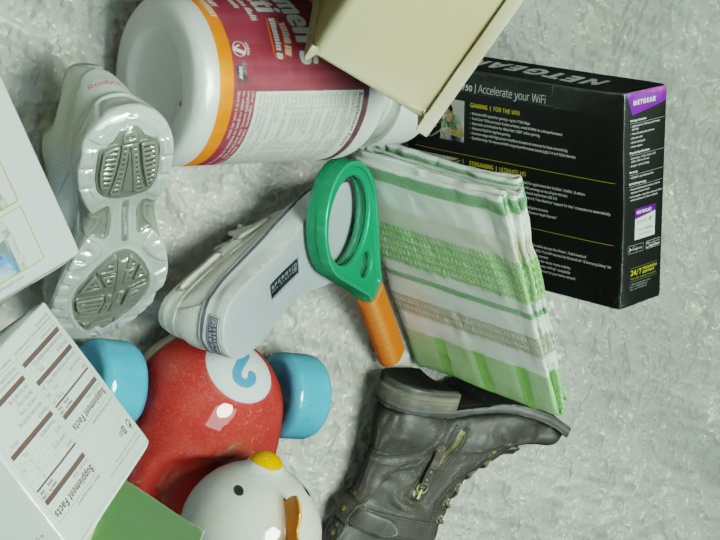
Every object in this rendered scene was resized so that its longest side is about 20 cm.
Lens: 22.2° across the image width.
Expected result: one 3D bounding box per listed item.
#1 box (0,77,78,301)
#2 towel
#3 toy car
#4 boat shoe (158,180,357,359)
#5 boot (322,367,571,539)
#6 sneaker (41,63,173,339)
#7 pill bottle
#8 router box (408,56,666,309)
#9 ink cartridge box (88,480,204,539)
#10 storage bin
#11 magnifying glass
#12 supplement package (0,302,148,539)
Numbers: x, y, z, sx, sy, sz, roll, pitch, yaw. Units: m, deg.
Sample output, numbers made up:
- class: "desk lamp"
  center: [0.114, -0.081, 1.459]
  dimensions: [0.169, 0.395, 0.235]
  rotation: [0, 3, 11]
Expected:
- class: "box"
  center: [-0.265, -0.081, 1.077]
  dimensions: [0.101, 0.112, 0.201]
  rotation: [-32, 119, -22]
- class: "towel"
  center: [0.075, 0.004, 1.307]
  dimensions: [0.031, 0.149, 0.201]
  rotation: [-41, 132, -30]
- class: "toy car"
  center: [-0.081, 0.146, 1.214]
  dimensions: [0.183, 0.200, 0.178]
  rotation: [6, 103, -36]
- class: "boat shoe"
  center: [-0.068, -0.008, 1.262]
  dimensions: [0.200, 0.069, 0.071]
  rotation: [-47, 141, -45]
- class: "boot"
  center: [0.058, 0.169, 1.414]
  dimensions: [0.199, 0.069, 0.175]
  rotation: [11, 102, -32]
- class: "sneaker"
  center: [-0.169, -0.046, 1.178]
  dimensions: [0.077, 0.100, 0.201]
  rotation: [-6, 133, -29]
- class: "pill bottle"
  center: [-0.052, -0.127, 1.212]
  dimensions: [0.199, 0.109, 0.111]
  rotation: [-6, 107, -38]
- class: "router box"
  center: [0.120, -0.067, 1.293]
  dimensions: [0.051, 0.199, 0.150]
  rotation: [-17, 113, -43]
- class: "ink cartridge box"
  center: [-0.192, 0.189, 1.151]
  dimensions: [0.048, 0.199, 0.147]
  rotation: [19, 92, -39]
- class: "storage bin"
  center: [0.058, -0.228, 1.151]
  dimensions: [0.093, 0.199, 0.200]
  rotation: [27, 122, -14]
- class: "magnifying glass"
  center: [0.000, 0.000, 1.304]
  dimensions: [0.080, 0.022, 0.201]
  rotation: [-64, 150, -32]
- class: "supplement package"
  center: [-0.247, 0.136, 1.059]
  dimensions: [0.199, 0.156, 0.111]
  rotation: [-34, 100, 17]
